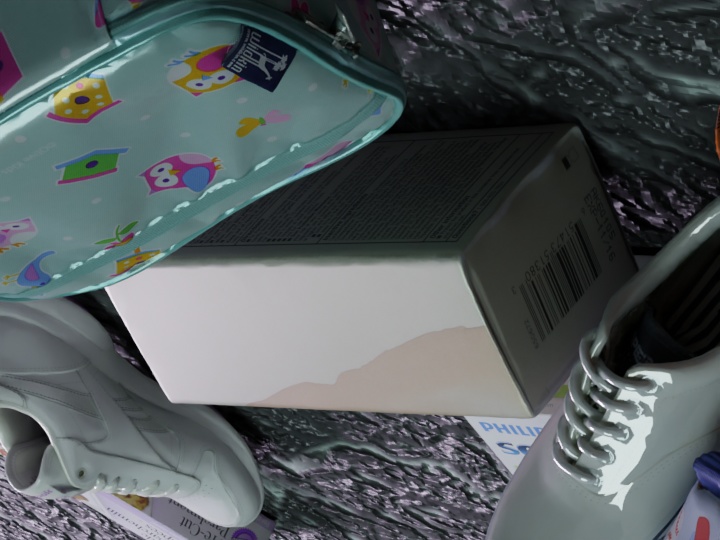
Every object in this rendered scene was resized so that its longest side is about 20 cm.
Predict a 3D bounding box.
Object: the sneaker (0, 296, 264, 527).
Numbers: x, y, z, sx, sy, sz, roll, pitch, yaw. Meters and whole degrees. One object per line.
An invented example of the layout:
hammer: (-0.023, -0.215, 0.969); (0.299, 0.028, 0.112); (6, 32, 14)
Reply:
sneaker: (-0.137, 0.093, 1.256); (0.200, 0.100, 0.075); (39, 149, -29)

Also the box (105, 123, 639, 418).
box: (0.000, 0.000, 0.952); (0.200, 0.095, 0.078); (0, 126, 43)

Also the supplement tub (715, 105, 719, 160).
supplement tub: (0.200, 0.003, 0.765); (0.122, 0.123, 0.200); (1, 145, 40)

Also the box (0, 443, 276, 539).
box: (-0.144, 0.116, 1.372); (0.200, 0.042, 0.039); (33, 153, -13)

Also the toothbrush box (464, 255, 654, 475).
toothbrush box: (0.157, 0.083, 0.994); (0.145, 0.086, 0.200); (3, 145, 37)

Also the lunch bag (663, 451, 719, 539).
lunch bag: (0.203, 0.138, 0.809); (0.200, 0.076, 0.160); (26, -179, -18)

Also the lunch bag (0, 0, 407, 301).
lunch bag: (-0.087, -0.060, 0.841); (0.200, 0.077, 0.160); (-25, 154, 24)

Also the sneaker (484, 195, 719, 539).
sneaker: (0.101, 0.045, 0.865); (0.071, 0.200, 0.073); (26, -168, -49)
